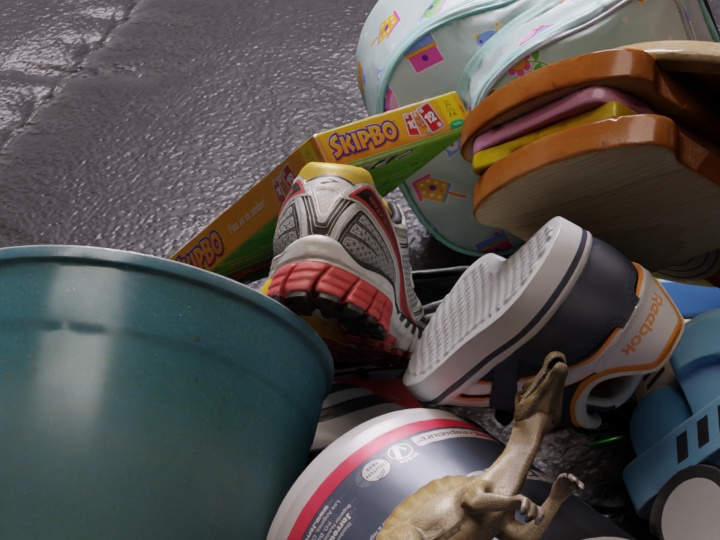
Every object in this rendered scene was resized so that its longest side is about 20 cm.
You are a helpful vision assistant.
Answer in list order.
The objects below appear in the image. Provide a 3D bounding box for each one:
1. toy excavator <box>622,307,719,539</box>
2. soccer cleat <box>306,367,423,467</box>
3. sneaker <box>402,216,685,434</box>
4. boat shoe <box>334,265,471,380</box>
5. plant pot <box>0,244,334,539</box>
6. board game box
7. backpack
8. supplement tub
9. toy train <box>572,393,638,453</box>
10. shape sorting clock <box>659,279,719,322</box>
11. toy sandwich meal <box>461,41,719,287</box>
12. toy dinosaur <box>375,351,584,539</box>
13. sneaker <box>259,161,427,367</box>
[{"bbox_3d":[0.154,0.060,1.305,0.194,0.100,0.200,-39,50,29],"label":"toy excavator"},{"bbox_3d":[-0.056,0.085,1.460,0.199,0.069,0.085,7,47,26],"label":"soccer cleat"},{"bbox_3d":[0.080,0.035,1.287,0.079,0.079,0.200,-61,8,-15],"label":"sneaker"},{"bbox_3d":[-0.022,0.028,1.525,0.199,0.068,0.074,-1,36,17],"label":"boat shoe"},{"bbox_3d":[-0.123,0.116,1.315,0.199,0.200,0.188,0,63,18],"label":"plant pot"},{"bbox_3d":[-0.031,-0.032,1.487,0.095,0.200,0.030,-19,77,-37],"label":"board game box"},{"bbox_3d":[0.102,-0.098,1.571,0.199,0.176,0.153,-20,34,8],"label":"backpack"},{"bbox_3d":[0.060,0.159,1.248,0.140,0.141,0.200,-29,38,-23],"label":"supplement tub"},{"bbox_3d":[0.189,0.049,1.362,0.200,0.042,0.056,-16,-2,36],"label":"toy train"},{"bbox_3d":[0.174,0.009,1.480,0.199,0.039,0.200,-10,10,2],"label":"shape sorting clock"},{"bbox_3d":[0.148,-0.031,1.293,0.205,0.205,0.070,1,57,19],"label":"toy sandwich meal"},{"bbox_3d":[0.025,0.120,1.176,0.200,0.058,0.101,-37,25,-4],"label":"toy dinosaur"},{"bbox_3d":[0.000,0.000,1.390,0.078,0.200,0.082,8,79,5],"label":"sneaker"}]
